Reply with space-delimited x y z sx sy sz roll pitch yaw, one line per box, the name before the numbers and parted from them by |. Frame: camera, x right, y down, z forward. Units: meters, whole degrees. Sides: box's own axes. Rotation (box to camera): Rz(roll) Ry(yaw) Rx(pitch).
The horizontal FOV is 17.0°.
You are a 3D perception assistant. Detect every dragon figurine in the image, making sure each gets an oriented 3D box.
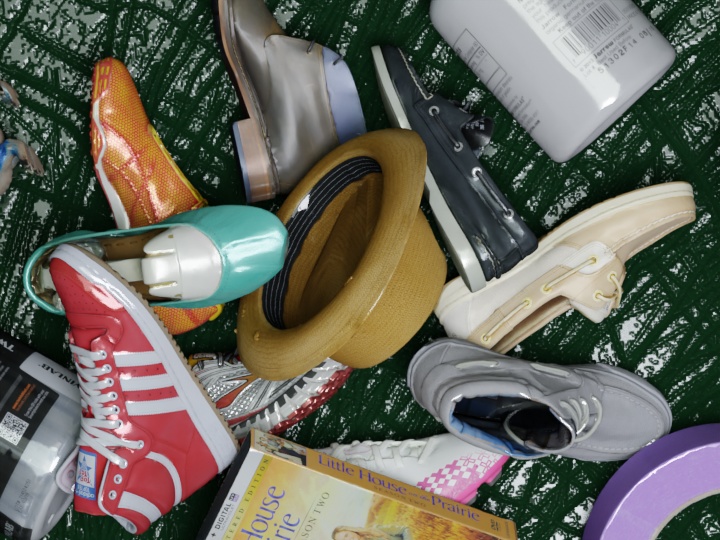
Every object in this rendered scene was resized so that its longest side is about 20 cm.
dragon figurine | -0.290 -0.096 1.716 0.099 0.059 0.201 -20 88 3

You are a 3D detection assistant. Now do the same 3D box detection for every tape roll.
tape roll | 0.252 0.208 1.649 0.199 0.066 0.201 0 97 -2

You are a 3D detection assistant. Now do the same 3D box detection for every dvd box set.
dvd box set | -0.012 0.202 1.647 0.199 0.029 0.147 22 115 -13

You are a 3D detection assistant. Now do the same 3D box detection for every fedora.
fedora | 0.000 0.000 1.620 0.082 0.201 0.201 36 91 -27

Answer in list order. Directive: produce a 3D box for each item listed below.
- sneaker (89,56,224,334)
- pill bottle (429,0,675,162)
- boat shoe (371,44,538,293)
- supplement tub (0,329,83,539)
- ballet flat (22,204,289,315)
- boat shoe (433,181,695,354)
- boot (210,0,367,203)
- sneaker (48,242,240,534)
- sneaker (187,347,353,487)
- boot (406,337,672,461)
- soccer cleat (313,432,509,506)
sneaker | -0.143 -0.056 1.703 0.077 0.073 0.201 -16 98 4
pill bottle | 0.113 -0.183 1.664 0.114 0.114 0.200 -42 86 2
boat shoe | 0.066 -0.081 1.667 0.066 0.075 0.200 -23 58 -1
supplement tub | -0.282 0.093 1.678 0.199 0.123 0.123 30 90 4
ballet flat | -0.144 0.000 1.627 0.199 0.070 0.068 -8 100 28
boat shoe | 0.150 0.006 1.673 0.199 0.074 0.069 -28 74 12
boot | -0.051 -0.154 1.702 0.096 0.075 0.201 -9 98 -6
sneaker | -0.169 0.085 1.582 0.112 0.071 0.200 -43 118 -19
sneaker | -0.082 0.082 1.687 0.200 0.078 0.082 -33 85 2
boot | 0.132 0.103 1.633 0.199 0.096 0.074 11 107 -18
soccer cleat | 0.007 0.148 1.678 0.199 0.070 0.087 -30 102 4
